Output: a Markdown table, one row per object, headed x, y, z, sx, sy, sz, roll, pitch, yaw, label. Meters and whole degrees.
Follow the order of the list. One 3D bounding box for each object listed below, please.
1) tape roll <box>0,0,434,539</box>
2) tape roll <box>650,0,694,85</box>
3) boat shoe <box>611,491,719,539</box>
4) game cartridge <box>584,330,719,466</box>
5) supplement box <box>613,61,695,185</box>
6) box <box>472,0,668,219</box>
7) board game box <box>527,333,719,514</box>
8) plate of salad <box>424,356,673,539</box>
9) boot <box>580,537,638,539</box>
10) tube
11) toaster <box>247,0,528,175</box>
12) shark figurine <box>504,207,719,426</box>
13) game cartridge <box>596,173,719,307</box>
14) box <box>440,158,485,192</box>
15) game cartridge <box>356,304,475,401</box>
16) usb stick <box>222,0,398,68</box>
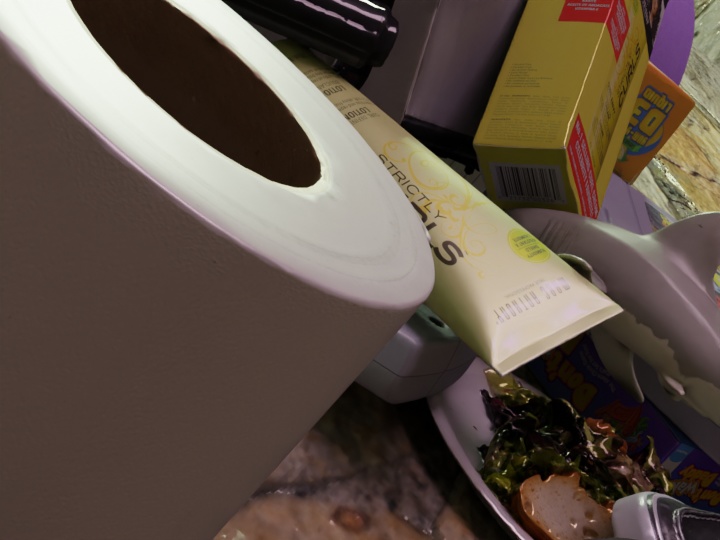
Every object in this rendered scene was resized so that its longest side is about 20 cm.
| x | y | z | sx | sy | sz | roll | pitch | yaw | label |
| --- | --- | --- | --- | --- | --- | --- | --- | --- | --- |
| -0.093 | -0.012 | 0.638 | 0.202 | 0.139 | 0.203 | 37 | 18 | -14 | tape roll |
| 0.127 | -0.151 | 1.346 | 0.065 | 0.200 | 0.201 | 28 | 22 | -37 | tape roll |
| 0.182 | 0.143 | 0.909 | 0.200 | 0.067 | 0.072 | 38 | 34 | -45 | boat shoe |
| 0.191 | 0.057 | 1.115 | 0.200 | 0.041 | 0.133 | 44 | 21 | 8 | game cartridge |
| 0.108 | -0.136 | 1.173 | 0.066 | 0.069 | 0.200 | 27 | 19 | -45 | supplement box |
| 0.111 | -0.105 | 1.025 | 0.076 | 0.050 | 0.201 | 72 | 31 | -42 | box |
| 0.151 | 0.057 | 1.161 | 0.134 | 0.045 | 0.200 | 23 | 25 | -47 | board game box |
| 0.111 | 0.104 | 0.959 | 0.200 | 0.048 | 0.200 | 37 | 18 | -14 | plate of salad |
| 0.140 | 0.192 | 0.772 | 0.203 | 0.074 | 0.154 | 26 | 26 | -39 | boot |
| 0.021 | -0.029 | 0.873 | 0.200 | 0.058 | 0.052 | 43 | -1 | 29 | tube |
| -0.006 | -0.130 | 1.049 | 0.180 | 0.120 | 0.200 | 19 | 5 | 24 | toaster |
| 0.159 | 0.024 | 0.912 | 0.214 | 0.090 | 0.128 | 43 | -11 | 7 | shark figurine |
| 0.182 | 0.018 | 1.075 | 0.200 | 0.041 | 0.133 | 37 | 14 | -12 | game cartridge |
| 0.009 | -0.130 | 1.225 | 0.200 | 0.095 | 0.078 | 38 | 15 | -19 | box |
| 0.000 | 0.000 | 0.927 | 0.133 | 0.041 | 0.200 | 29 | 16 | 7 | game cartridge |
| -0.077 | -0.142 | 0.899 | 0.199 | 0.033 | 0.055 | 22 | 10 | -9 | usb stick |
